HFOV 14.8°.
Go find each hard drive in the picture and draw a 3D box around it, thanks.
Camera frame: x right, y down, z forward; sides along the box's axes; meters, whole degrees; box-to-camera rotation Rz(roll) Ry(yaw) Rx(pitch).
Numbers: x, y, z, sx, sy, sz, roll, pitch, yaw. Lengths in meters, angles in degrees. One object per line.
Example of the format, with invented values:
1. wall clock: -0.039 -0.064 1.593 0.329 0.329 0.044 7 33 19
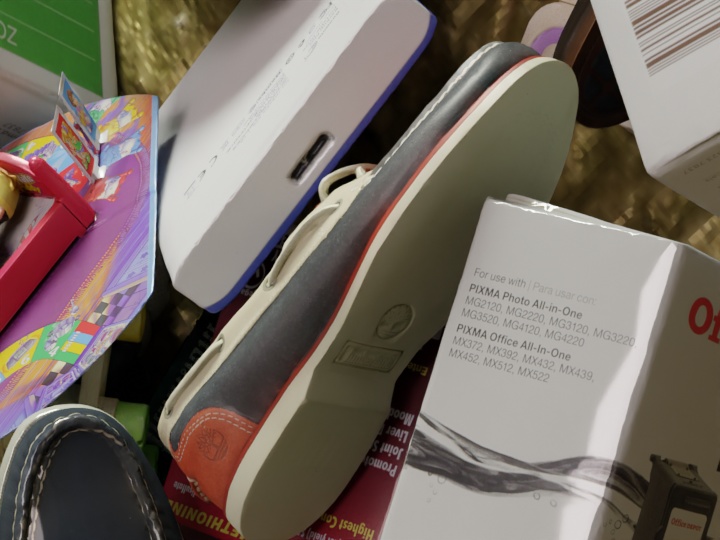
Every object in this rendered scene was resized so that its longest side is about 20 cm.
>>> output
1. hard drive: -0.035 -0.067 1.063 0.132 0.025 0.200 -52 16 7

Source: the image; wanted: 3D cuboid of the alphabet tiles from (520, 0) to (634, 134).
1. alphabet tiles: 0.131 -0.148 1.052 0.196 0.015 0.200 22 90 38

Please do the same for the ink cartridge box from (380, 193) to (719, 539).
1. ink cartridge box: 0.082 0.091 0.929 0.083 0.145 0.200 14 85 39

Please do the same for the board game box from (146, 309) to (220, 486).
1. board game box: -0.009 0.090 1.070 0.200 0.028 0.135 36 98 38

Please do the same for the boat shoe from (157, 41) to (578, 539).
1. boat shoe: 0.000 0.000 0.955 0.063 0.071 0.200 44 107 38

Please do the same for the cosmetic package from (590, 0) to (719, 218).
1. cosmetic package: 0.153 -0.058 0.889 0.074 0.200 0.102 -28 62 26

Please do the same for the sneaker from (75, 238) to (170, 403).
1. sneaker: -0.159 -0.007 1.186 0.146 0.081 0.200 -51 49 1

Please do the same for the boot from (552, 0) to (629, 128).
1. boot: 0.114 -0.148 1.018 0.097 0.075 0.200 33 87 46

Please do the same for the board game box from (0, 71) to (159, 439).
1. board game box: -0.152 -0.005 1.063 0.158 0.039 0.200 -30 32 18

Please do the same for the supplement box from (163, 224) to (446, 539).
1. supplement box: -0.016 0.090 1.018 0.109 0.061 0.200 15 86 38

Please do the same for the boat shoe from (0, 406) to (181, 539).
1. boat shoe: -0.088 0.144 0.948 0.062 0.075 0.200 140 128 -76

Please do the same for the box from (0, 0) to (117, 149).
1. box: -0.241 -0.132 1.200 0.200 0.199 0.171 -19 65 29

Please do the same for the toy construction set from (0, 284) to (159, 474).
1. toy construction set: -0.128 0.112 1.041 0.092 0.131 0.200 19 55 9
